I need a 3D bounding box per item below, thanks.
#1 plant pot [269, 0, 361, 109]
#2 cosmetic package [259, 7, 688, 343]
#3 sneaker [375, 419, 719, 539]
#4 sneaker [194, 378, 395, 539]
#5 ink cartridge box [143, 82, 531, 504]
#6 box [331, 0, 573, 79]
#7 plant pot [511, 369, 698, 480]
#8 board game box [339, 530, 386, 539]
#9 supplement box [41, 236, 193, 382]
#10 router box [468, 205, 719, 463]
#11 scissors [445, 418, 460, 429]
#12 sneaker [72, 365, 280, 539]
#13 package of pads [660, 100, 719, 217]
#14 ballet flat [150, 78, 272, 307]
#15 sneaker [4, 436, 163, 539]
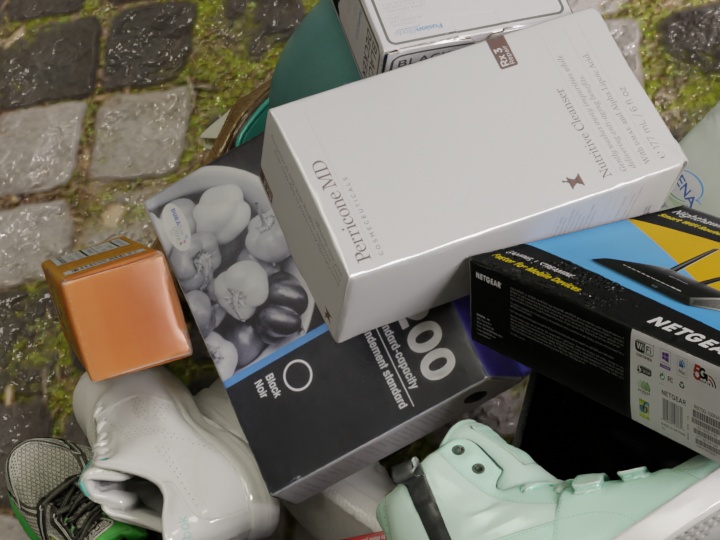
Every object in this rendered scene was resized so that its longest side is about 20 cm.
[{"bbox_3d":[0.066,-0.086,1.156,0.200,0.201,0.161,-30,61,-3],"label":"plant pot"},{"bbox_3d":[0.057,-0.053,0.990,0.200,0.081,0.113,-20,67,-19],"label":"cosmetic package"},{"bbox_3d":[0.102,0.100,0.876,0.200,0.074,0.118,-30,61,0],"label":"sneaker"},{"bbox_3d":[-0.015,0.109,1.123,0.200,0.075,0.088,33,61,32],"label":"sneaker"},{"bbox_3d":[0.000,0.000,1.045,0.200,0.043,0.198,-29,72,12],"label":"ink cartridge box"},{"bbox_3d":[0.033,-0.195,1.072,0.117,0.060,0.200,-13,62,-15],"label":"box"},{"bbox_3d":[0.182,0.173,0.961,0.199,0.177,0.200,7,60,21],"label":"plant pot"},{"bbox_3d":[-0.002,0.200,1.020,0.200,0.019,0.103,-20,61,45],"label":"board game box"},{"bbox_3d":[-0.155,0.021,1.151,0.069,0.200,0.067,-18,97,-10],"label":"supplement box"},{"bbox_3d":[0.169,0.025,0.906,0.149,0.051,0.200,-13,22,-30],"label":"router box"},{"bbox_3d":[0.009,0.044,1.195,0.200,0.014,0.073,24,66,30],"label":"scissors"},{"bbox_3d":[-0.136,0.110,1.101,0.088,0.075,0.200,-18,27,-32],"label":"sneaker"},{"bbox_3d":[0.238,-0.011,1.054,0.155,0.068,0.200,-48,40,26],"label":"package of pads"},{"bbox_3d":[-0.092,-0.062,1.273,0.072,0.068,0.200,7,63,43],"label":"ballet flat"},{"bbox_3d":[-0.150,0.159,1.128,0.200,0.085,0.078,34,73,32],"label":"sneaker"}]
